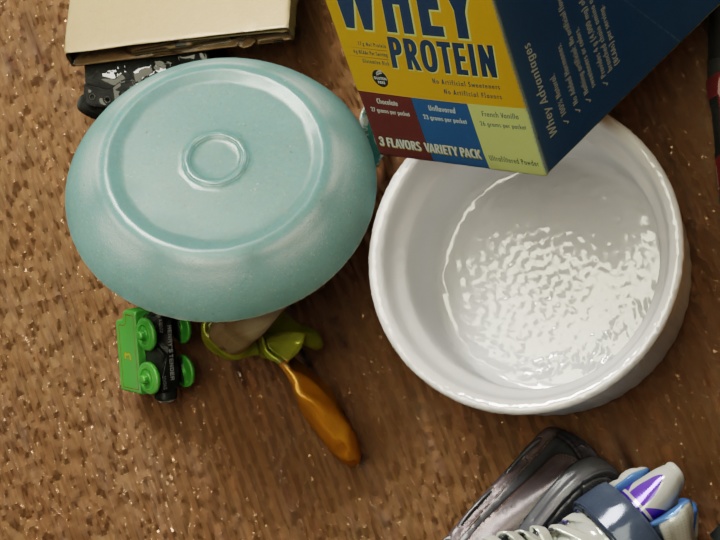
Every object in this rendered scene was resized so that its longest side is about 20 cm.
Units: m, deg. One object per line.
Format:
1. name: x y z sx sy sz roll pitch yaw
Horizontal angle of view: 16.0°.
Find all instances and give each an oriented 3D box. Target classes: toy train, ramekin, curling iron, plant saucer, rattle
1. toy train: -0.143 -0.012 1.702 0.056 0.042 0.200 8 104 51
2. ramekin: 0.114 -0.002 1.620 0.200 0.098 0.201 -4 79 18
3. curling iron: 0.240 -0.124 1.637 0.050 0.026 0.200 -25 59 45
4. plant saucer: -0.090 -0.062 1.616 0.200 0.036 0.200 -2 58 3
5. rattle: 0.000 0.000 1.676 0.143 0.130 0.200 35 65 10

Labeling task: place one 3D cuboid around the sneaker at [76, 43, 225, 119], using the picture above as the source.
1. sneaker: -0.143 -0.112 1.750 0.104 0.060 0.200 -12 71 15

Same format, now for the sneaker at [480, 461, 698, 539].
1. sneaker: 0.127 0.163 1.532 0.147 0.200 0.081 -54 51 9

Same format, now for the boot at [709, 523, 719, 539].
1. boot: 0.326 0.160 1.528 0.200 0.076 0.168 34 88 28

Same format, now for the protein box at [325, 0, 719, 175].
1. protein box: 0.090 -0.198 1.546 0.135 0.199 0.200 10 41 41

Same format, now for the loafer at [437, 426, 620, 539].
1. loafer: 0.077 0.182 1.621 0.200 0.072 0.063 -43 50 0

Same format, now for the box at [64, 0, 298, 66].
1. box: -0.118 -0.237 1.755 0.163 0.021 0.200 -6 63 16
